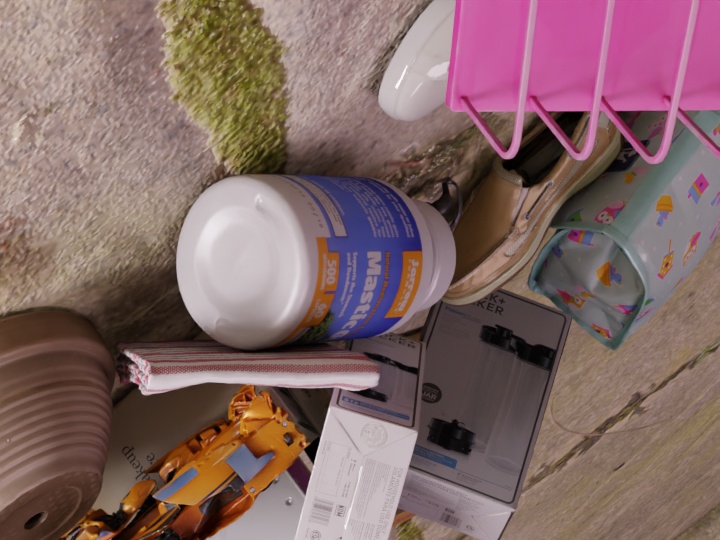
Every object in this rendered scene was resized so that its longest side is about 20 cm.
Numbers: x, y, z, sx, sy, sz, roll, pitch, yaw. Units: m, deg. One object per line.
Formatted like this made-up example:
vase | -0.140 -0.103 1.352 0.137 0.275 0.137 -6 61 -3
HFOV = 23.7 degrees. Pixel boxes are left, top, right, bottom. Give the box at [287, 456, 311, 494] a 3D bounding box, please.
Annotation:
box | -0.062 0.213 1.386 0.096 0.200 0.176 -37 158 -6

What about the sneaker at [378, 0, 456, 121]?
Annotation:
sneaker | 0.100 -0.155 1.106 0.200 0.085 0.073 -42 159 10

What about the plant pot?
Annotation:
plant pot | -0.232 0.127 1.107 0.200 0.093 0.201 -32 157 -15

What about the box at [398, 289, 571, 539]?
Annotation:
box | 0.090 0.108 1.400 0.060 0.116 0.201 107 5 -53

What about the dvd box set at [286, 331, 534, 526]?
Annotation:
dvd box set | 0.038 0.132 1.460 0.199 0.147 0.029 -18 156 -42

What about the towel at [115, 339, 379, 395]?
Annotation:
towel | -0.079 0.065 1.112 0.145 0.030 0.200 -1 -178 -14

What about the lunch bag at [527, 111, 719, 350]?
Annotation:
lunch bag | 0.232 -0.051 1.415 0.171 0.122 0.200 -49 166 -18

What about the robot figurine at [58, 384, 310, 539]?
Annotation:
robot figurine | -0.128 0.157 1.143 0.200 0.058 0.145 -38 -172 -7

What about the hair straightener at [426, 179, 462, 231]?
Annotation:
hair straightener | 0.000 0.000 1.310 0.200 0.041 0.077 -40 158 -12

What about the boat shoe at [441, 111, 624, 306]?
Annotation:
boat shoe | 0.118 -0.063 1.340 0.200 0.072 0.076 -50 147 -1

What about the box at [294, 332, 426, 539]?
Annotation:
box | 0.001 0.121 1.187 0.200 0.060 0.118 -77 -178 -77

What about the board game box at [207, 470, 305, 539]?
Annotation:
board game box | -0.128 0.215 1.286 0.200 0.200 0.026 -40 161 2

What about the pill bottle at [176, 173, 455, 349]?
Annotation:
pill bottle | -0.021 -0.008 1.156 0.199 0.112 0.112 -3 138 -54

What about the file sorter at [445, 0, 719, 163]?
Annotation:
file sorter | 0.168 -0.143 1.020 0.198 0.126 0.140 -2 117 -14

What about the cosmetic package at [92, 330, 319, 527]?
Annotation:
cosmetic package | -0.141 0.141 1.255 0.200 0.104 0.073 -41 162 1
